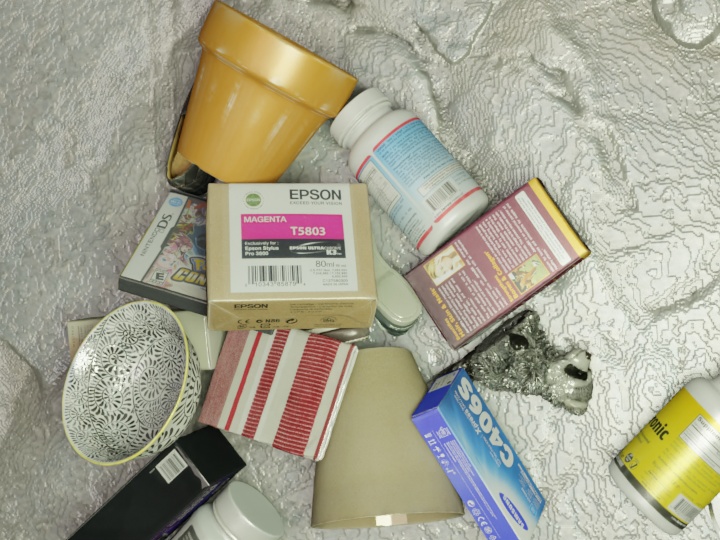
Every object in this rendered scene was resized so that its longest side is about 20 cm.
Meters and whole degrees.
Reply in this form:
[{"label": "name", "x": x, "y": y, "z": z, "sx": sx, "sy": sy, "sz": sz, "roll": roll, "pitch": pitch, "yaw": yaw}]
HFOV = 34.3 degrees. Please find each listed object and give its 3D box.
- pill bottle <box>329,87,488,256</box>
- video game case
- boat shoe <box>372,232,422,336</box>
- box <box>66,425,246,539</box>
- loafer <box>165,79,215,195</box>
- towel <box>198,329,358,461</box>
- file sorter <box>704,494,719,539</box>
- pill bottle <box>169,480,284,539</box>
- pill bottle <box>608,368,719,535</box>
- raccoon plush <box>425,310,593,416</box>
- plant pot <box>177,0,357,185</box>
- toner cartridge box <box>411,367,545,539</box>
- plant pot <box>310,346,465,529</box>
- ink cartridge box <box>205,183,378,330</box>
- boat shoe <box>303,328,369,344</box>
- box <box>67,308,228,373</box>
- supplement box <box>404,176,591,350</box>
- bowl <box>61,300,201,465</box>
[{"label": "pill bottle", "x": 0.056, "y": -0.123, "z": 1.428, "sx": 0.109, "sy": 0.109, "sz": 0.201, "roll": -43, "pitch": 79, "yaw": 11}, {"label": "video game case", "x": -0.176, "y": -0.015, "z": 1.451, "sx": 0.197, "sy": 0.182, "sz": 0.026, "roll": 16, "pitch": 132, "yaw": 4}, {"label": "boat shoe", "x": 0.000, "y": 0.000, "z": 1.461, "sx": 0.072, "sy": 0.062, "sz": 0.201, "roll": -31, "pitch": 70, "yaw": -24}, {"label": "box", "x": -0.258, "y": 0.296, "z": 1.496, "sx": 0.200, "sy": 0.141, "sz": 0.079, "roll": -43, "pitch": 84, "yaw": 12}, {"label": "loafer", "x": -0.201, "y": -0.198, "z": 1.519, "sx": 0.072, "sy": 0.072, "sz": 0.203, "roll": 16, "pitch": 93, "yaw": 16}, {"label": "towel", "x": -0.101, "y": 0.140, "z": 1.422, "sx": 0.198, "sy": 0.023, "sz": 0.146, "roll": 11, "pitch": 78, "yaw": 36}, {"label": "file sorter", "x": 0.500, "y": 0.286, "z": 1.293, "sx": 0.198, "sy": 0.124, "sz": 0.140, "roll": -28, "pitch": 82, "yaw": 14}, {"label": "pill bottle", "x": -0.195, "y": 0.374, "z": 1.492, "sx": 0.113, "sy": 0.113, "sz": 0.200, "roll": 44, "pitch": 101, "yaw": 11}, {"label": "pill bottle", "x": 0.387, "y": 0.194, "z": 1.332, "sx": 0.111, "sy": 0.111, "sz": 0.200, "roll": 44, "pitch": 100, "yaw": 11}, {"label": "raccoon plush", "x": 0.192, "y": 0.138, "z": 1.421, "sx": 0.135, "sy": 0.097, "sz": 0.199, "roll": 52, "pitch": 132, "yaw": -3}, {"label": "plant pot", "x": -0.131, "y": -0.201, "z": 1.435, "sx": 0.199, "sy": 0.200, "sz": 0.185, "roll": 31, "pitch": 99, "yaw": 13}, {"label": "toner cartridge box", "x": 0.142, "y": 0.225, "z": 1.377, "sx": 0.043, "sy": 0.095, "sz": 0.201, "roll": -26, "pitch": 102, "yaw": 34}, {"label": "plant pot", "x": 0.026, "y": 0.201, "z": 1.412, "sx": 0.184, "sy": 0.187, "sz": 0.203, "roll": -8, "pitch": 74, "yaw": 15}, {"label": "ink cartridge box", "x": -0.084, "y": -0.018, "z": 1.379, "sx": 0.197, "sy": 0.075, "sz": 0.167, "roll": -1, "pitch": 60, "yaw": -8}, {"label": "boat shoe", "x": -0.073, "y": 0.108, "z": 1.481, "sx": 0.197, "sy": 0.072, "sz": 0.060, "roll": -18, "pitch": 82, "yaw": 20}, {"label": "box", "x": -0.272, "y": 0.093, "z": 1.527, "sx": 0.197, "sy": 0.095, "sz": 0.079, "roll": -5, "pitch": 90, "yaw": 17}, {"label": "supplement box", "x": 0.166, "y": -0.007, "z": 1.408, "sx": 0.199, "sy": 0.086, "sz": 0.111, "roll": -37, "pitch": 81, "yaw": 12}, {"label": "bowl", "x": -0.258, "y": 0.147, "z": 1.417, "sx": 0.198, "sy": 0.094, "sz": 0.204, "roll": -15, "pitch": 61, "yaw": 28}]
